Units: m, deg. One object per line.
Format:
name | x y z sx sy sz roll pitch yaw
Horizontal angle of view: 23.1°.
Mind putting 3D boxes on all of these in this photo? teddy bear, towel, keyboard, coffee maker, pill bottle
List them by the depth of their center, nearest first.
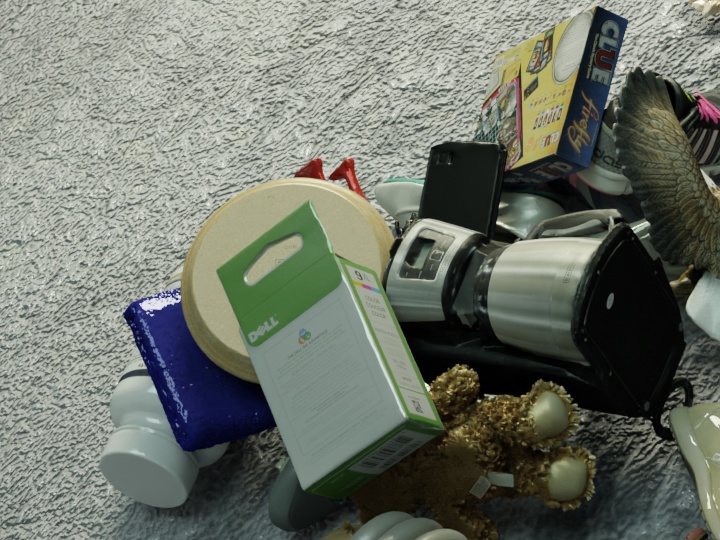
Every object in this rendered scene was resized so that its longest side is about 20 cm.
teddy bear | 0.084 0.141 1.346 0.199 0.145 0.067 -31 14 30
coffee maker | 0.135 0.051 1.371 0.199 0.193 0.135 6 34 42
towel | -0.088 0.072 1.496 0.199 0.050 0.148 -12 62 -29
pill bottle | -0.152 0.102 1.543 0.110 0.111 0.201 0 50 29
keyboard | 0.075 -0.014 1.545 0.103 0.040 0.202 7 81 32

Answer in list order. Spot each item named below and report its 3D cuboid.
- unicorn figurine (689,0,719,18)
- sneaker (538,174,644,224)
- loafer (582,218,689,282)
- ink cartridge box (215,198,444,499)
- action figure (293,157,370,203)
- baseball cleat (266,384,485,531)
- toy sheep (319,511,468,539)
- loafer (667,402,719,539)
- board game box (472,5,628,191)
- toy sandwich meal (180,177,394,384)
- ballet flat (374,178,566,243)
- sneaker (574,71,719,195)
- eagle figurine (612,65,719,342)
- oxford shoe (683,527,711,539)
unicorn figurine | 0.388 -0.310 1.685 0.136 0.074 0.201 2 64 19
sneaker | 0.197 -0.084 1.578 0.082 0.070 0.201 -40 38 21
loafer | 0.240 -0.013 1.467 0.198 0.071 0.070 -10 1 0
ink cartridge box | -0.025 0.060 1.342 0.104 0.059 0.201 -36 61 22
action figure | 0.000 0.000 1.524 0.052 0.065 0.201 -40 62 38
baseball cleat | 0.016 0.148 1.433 0.200 0.070 0.106 -44 43 -15
toy sheep | 0.042 0.250 1.280 0.199 0.138 0.138 31 67 29
loafer | 0.279 0.161 1.268 0.068 0.076 0.201 -28 40 10
board game box | 0.157 -0.142 1.548 0.200 0.034 0.137 -15 57 69
toy sandwich meal | -0.050 0.019 1.457 0.203 0.070 0.207 -3 65 7
ballet flat | 0.089 -0.043 1.593 0.199 0.070 0.070 7 53 33
sneaker | 0.273 -0.128 1.505 0.199 0.088 0.074 -18 53 -30
eagle figurine | 0.277 -0.058 1.361 0.150 0.201 0.151 26 47 36
oxford shoe | 0.212 0.272 1.218 0.074 0.071 0.201 24 63 17
